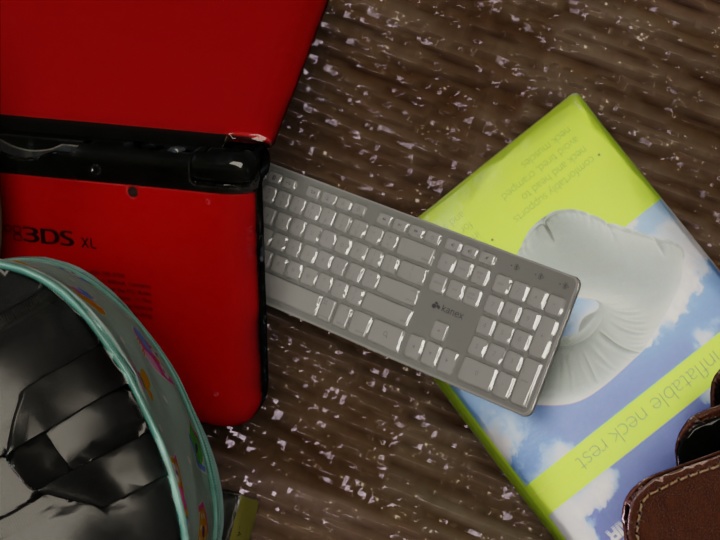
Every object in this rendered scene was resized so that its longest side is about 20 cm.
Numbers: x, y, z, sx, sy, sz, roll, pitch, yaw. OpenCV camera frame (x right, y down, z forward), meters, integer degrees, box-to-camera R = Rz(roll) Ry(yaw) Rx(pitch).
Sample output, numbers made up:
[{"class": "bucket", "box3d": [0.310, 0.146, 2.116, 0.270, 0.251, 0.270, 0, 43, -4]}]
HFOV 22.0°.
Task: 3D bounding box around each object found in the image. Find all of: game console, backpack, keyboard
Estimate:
[{"class": "game console", "box3d": [-0.118, -0.042, 0.807, 0.198, 0.119, 0.174, 6, 112, 18]}, {"class": "backpack", "box3d": [-0.150, 0.090, 0.681, 0.199, 0.153, 0.177, -31, 82, 11]}, {"class": "keyboard", "box3d": [0.000, 0.000, 0.761, 0.199, 0.011, 0.057, 22, 85, 36]}]

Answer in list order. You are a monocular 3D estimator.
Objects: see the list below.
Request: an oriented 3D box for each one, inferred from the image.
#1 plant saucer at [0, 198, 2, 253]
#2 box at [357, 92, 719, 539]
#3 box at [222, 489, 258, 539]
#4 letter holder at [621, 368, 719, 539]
[{"class": "plant saucer", "box3d": [-0.234, -0.039, 0.770, 0.198, 0.029, 0.202, 12, 115, 27]}, {"class": "box", "box3d": [0.104, 0.043, 0.770, 0.122, 0.048, 0.201, -38, 78, 0]}, {"class": "box", "box3d": [-0.148, 0.107, 0.783, 0.198, 0.050, 0.076, 12, 82, 7]}, {"class": "letter holder", "box3d": [0.170, 0.134, 0.650, 0.141, 0.101, 0.202, -21, 100, 0]}]
